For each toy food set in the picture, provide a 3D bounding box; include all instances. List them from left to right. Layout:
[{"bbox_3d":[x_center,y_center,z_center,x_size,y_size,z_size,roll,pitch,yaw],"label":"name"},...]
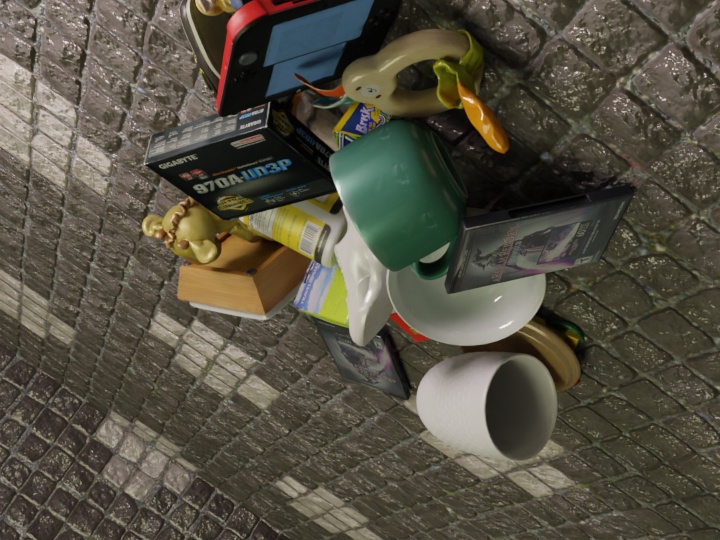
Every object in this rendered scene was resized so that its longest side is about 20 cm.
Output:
[{"bbox_3d":[0.232,0.115,1.439,0.197,0.049,0.201,24,150,11],"label":"toy food set"}]

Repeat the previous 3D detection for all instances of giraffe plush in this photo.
[{"bbox_3d":[-0.226,-0.077,1.481,0.172,0.163,0.200,3,141,43],"label":"giraffe plush"}]

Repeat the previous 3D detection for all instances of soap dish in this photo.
[{"bbox_3d":[-0.181,-0.001,1.580,0.199,0.157,0.082,7,127,38],"label":"soap dish"}]

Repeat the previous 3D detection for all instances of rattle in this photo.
[{"bbox_3d":[0.039,-0.162,1.032,0.198,0.144,0.130,-10,171,-4],"label":"rattle"}]

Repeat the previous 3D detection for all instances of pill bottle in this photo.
[{"bbox_3d":[-0.101,-0.098,1.374,0.199,0.115,0.115,28,152,9],"label":"pill bottle"}]

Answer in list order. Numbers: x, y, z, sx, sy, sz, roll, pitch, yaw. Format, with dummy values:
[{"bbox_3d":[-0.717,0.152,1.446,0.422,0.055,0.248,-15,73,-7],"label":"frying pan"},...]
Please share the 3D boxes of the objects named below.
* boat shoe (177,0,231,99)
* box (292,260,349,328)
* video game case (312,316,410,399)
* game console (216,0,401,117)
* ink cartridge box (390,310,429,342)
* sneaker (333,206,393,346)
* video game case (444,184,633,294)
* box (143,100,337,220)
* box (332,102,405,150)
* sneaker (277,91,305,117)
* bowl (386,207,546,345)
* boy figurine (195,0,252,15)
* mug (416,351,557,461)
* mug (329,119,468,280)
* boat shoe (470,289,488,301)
[{"bbox_3d":[-0.176,-0.260,1.236,0.060,0.072,0.202,5,145,34],"label":"boat shoe"},{"bbox_3d":[-0.023,0.017,1.426,0.047,0.123,0.200,26,174,-24],"label":"box"},{"bbox_3d":[0.004,0.152,1.754,0.142,0.019,0.201,15,147,29],"label":"video game case"},{"bbox_3d":[-0.054,-0.237,1.037,0.031,0.199,0.177,61,157,18],"label":"game console"},{"bbox_3d":[0.055,0.054,1.531,0.200,0.050,0.161,44,150,-17],"label":"ink cartridge box"},{"bbox_3d":[0.000,0.000,1.286,0.088,0.075,0.202,23,122,26],"label":"sneaker"},{"bbox_3d":[0.200,-0.033,1.130,0.198,0.019,0.143,-13,151,-11],"label":"video game case"},{"bbox_3d":[-0.141,-0.133,1.223,0.199,0.046,0.159,-11,150,32],"label":"box"},{"bbox_3d":[0.029,-0.122,1.249,0.064,0.070,0.201,17,148,27],"label":"box"},{"bbox_3d":[-0.112,-0.223,1.179,0.201,0.077,0.079,103,152,-48],"label":"sneaker"},{"bbox_3d":[0.135,-0.008,1.264,0.199,0.091,0.202,3,127,4],"label":"bowl"},{"bbox_3d":[-0.126,-0.317,1.061,0.200,0.124,0.065,41,161,56],"label":"boy figurine"},{"bbox_3d":[0.188,0.194,1.427,0.199,0.149,0.175,12,171,-36],"label":"mug"},{"bbox_3d":[0.058,-0.087,1.118,0.114,0.153,0.185,-29,157,14],"label":"mug"},{"bbox_3d":[0.112,0.004,1.366,0.199,0.068,0.072,29,152,9],"label":"boat shoe"}]
